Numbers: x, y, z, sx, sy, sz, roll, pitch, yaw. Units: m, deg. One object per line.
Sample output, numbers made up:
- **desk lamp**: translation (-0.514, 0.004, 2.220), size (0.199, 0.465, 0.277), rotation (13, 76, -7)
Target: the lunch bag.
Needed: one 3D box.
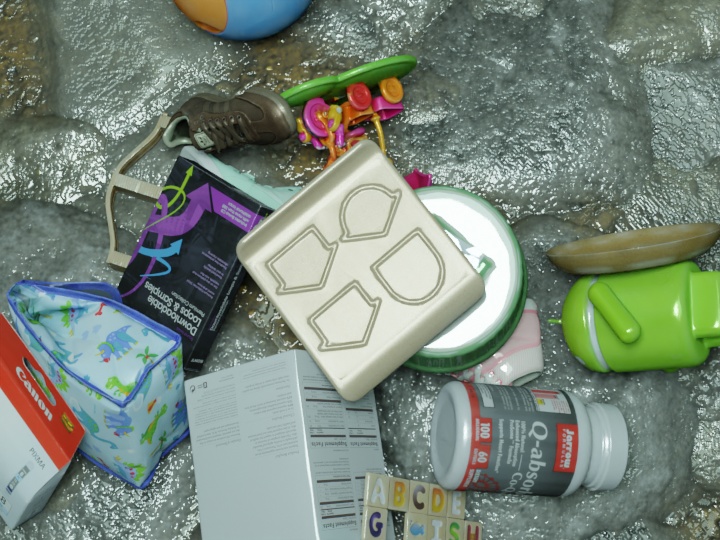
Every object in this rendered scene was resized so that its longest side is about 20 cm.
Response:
- **lunch bag**: translation (-0.287, 0.111, 1.190), size (0.197, 0.172, 0.128), rotation (24, 50, 18)

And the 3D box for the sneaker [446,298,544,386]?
- **sneaker**: translation (0.118, 0.101, 1.259), size (0.196, 0.076, 0.107), rotation (-9, 71, -7)

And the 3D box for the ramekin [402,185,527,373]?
- **ramekin**: translation (0.085, 0.006, 1.187), size (0.196, 0.098, 0.204), rotation (-1, 82, 4)

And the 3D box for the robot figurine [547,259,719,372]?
- **robot figurine**: translation (0.312, 0.052, 1.223), size (0.197, 0.175, 0.118), rotation (-8, 73, 32)

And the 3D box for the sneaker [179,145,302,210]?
- **sneaker**: translation (-0.128, -0.085, 1.317), size (0.117, 0.075, 0.200), rotation (-18, 51, -41)

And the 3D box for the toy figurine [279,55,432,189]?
- **toy figurine**: translation (0.009, -0.131, 1.279), size (0.198, 0.149, 0.187), rotation (-18, 87, -43)

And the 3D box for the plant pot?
- **plant pot**: translation (0.307, -0.023, 1.237), size (0.196, 0.200, 0.028), rotation (-10, 96, -3)

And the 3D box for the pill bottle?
- **pill bottle**: translation (0.183, 0.186, 1.208), size (0.196, 0.116, 0.118), rotation (5, 76, -12)

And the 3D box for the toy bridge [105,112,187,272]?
- **toy bridge**: translation (-0.267, -0.099, 1.328), size (0.066, 0.027, 0.203), rotation (16, 75, 4)

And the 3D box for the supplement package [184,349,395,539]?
- **supplement package**: translation (-0.074, 0.203, 1.167), size (0.150, 0.150, 0.204), rotation (-17, 74, 29)

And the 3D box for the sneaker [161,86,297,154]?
- **sneaker**: translation (-0.151, -0.159, 1.257), size (0.076, 0.198, 0.071), rotation (-46, 121, -27)

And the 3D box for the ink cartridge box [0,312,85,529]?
- **ink cartridge box**: translation (-0.379, 0.165, 1.182), size (0.047, 0.200, 0.161), rotation (-28, 74, -43)

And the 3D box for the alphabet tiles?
- **alphabet tiles**: translation (0.067, 0.311, 1.169), size (0.007, 0.198, 0.171), rotation (-10, 70, 42)

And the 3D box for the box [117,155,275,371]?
- **box**: translation (-0.194, -0.009, 1.247), size (0.142, 0.036, 0.203), rotation (29, 98, 31)

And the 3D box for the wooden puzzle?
- **wooden puzzle**: translation (0.000, 0.000, 1.125), size (0.184, 0.046, 0.201), rotation (-38, 85, -1)

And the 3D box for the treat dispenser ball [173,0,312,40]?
- **treat dispenser ball**: translation (-0.141, -0.377, 1.308), size (0.197, 0.201, 0.205), rotation (0, 76, -1)
